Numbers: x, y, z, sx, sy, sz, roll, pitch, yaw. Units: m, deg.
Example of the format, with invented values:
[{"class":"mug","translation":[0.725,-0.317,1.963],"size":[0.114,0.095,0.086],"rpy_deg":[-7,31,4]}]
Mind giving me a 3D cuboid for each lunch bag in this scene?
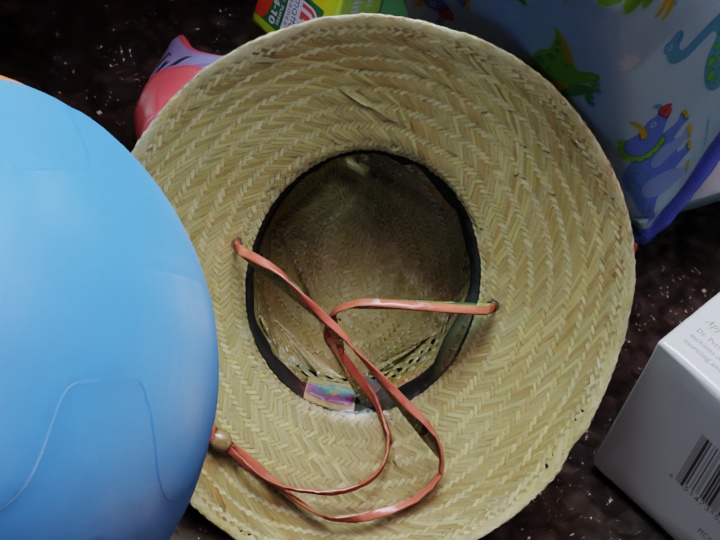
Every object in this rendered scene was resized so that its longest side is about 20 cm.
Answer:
[{"class":"lunch bag","translation":[0.101,-0.144,1.082],"size":[0.127,0.170,0.200],"rpy_deg":[24,56,28]}]

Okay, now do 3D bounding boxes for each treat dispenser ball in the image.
[{"class":"treat dispenser ball","translation":[-0.145,0.033,0.956],"size":[0.200,0.201,0.201],"rpy_deg":[8,51,-10]}]

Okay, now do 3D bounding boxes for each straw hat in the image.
[{"class":"straw hat","translation":[0.000,0.000,1.083],"size":[0.201,0.201,0.085],"rpy_deg":[16,13,-4]}]

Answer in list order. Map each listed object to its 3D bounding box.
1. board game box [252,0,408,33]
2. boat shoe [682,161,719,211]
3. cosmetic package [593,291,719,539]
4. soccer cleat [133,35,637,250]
[{"class":"board game box","translation":[0.059,-0.141,1.190],"size":[0.200,0.102,0.048],"rpy_deg":[-11,40,-39]},{"class":"boat shoe","translation":[0.174,-0.090,1.187],"size":[0.200,0.071,0.091],"rpy_deg":[-23,87,0]},{"class":"cosmetic package","translation":[0.198,0.035,1.135],"size":[0.108,0.085,0.200],"rpy_deg":[44,52,18]},{"class":"soccer cleat","translation":[0.012,-0.044,1.157],"size":[0.199,0.067,0.077],"rpy_deg":[11,46,-5]}]
